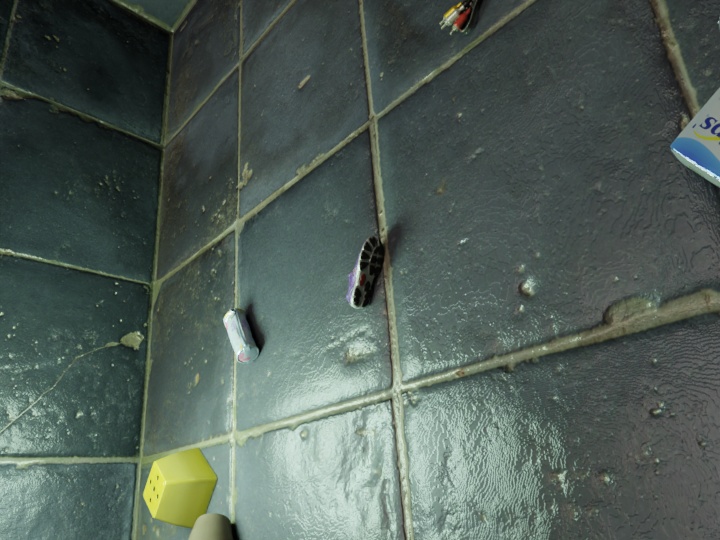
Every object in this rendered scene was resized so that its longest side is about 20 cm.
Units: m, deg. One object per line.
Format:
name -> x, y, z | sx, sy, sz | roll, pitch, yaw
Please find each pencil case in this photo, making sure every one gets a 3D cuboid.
pencil case -> -0.418, 0.226, 1.934 | 0.202, 0.081, 0.092 | 59, 143, 39

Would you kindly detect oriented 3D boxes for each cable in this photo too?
cable -> 0.291, -0.706, 1.446 | 0.201, 0.050, 0.098 | -52, 46, 26

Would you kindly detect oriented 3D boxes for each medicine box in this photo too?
medicine box -> 0.635, -0.214, 0.859 | 0.202, 0.101, 0.183 | -54, 44, 21

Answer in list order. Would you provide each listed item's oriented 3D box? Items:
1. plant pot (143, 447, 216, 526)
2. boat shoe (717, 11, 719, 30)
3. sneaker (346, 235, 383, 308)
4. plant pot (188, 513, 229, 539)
plant pot -> -0.649, 0.769, 1.956 | 0.198, 0.174, 0.205 | 27, 97, 48
boat shoe -> 0.655, -0.505, 0.962 | 0.092, 0.074, 0.203 | 34, 96, 54
sneaker -> 0.000, 0.000, 1.537 | 0.083, 0.079, 0.205 | 25, 98, 54
plant pot -> -0.475, 0.875, 1.735 | 0.201, 0.197, 0.177 | -47, 31, 28
